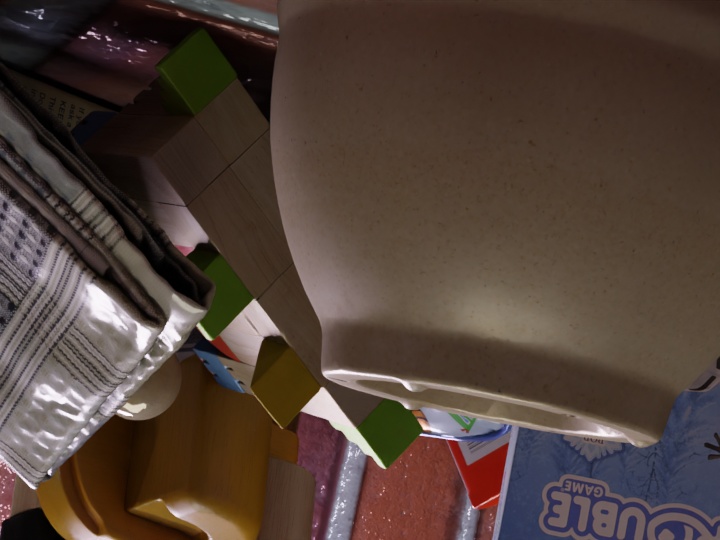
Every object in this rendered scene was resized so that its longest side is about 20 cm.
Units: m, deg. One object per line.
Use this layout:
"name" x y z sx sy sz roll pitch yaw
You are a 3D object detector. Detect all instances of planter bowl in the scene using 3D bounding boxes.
"planter bowl" 0.056 -0.015 0.658 0.199 0.136 0.200 11 173 1

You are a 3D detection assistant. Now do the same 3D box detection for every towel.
"towel" -0.168 -0.010 0.796 0.193 0.035 0.200 47 139 1

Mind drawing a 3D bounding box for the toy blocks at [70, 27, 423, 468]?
"toy blocks" -0.061 -0.011 0.839 0.200 0.100 0.136 54 158 -25

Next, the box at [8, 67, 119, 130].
"box" -0.206 -0.044 0.993 0.175 0.097 0.199 4 169 43

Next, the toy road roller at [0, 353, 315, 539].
"toy road roller" -0.082 0.114 0.980 0.199 0.124 0.146 27 145 -37

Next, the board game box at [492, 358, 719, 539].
"board game box" 0.167 0.063 0.819 0.199 0.200 0.043 11 173 2

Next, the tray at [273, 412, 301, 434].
"tray" -0.079 0.053 1.115 0.098 0.201 0.037 12 174 -6

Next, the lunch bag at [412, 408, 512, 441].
"lunch bag" 0.000 0.000 0.918 0.199 0.076 0.161 2 131 44

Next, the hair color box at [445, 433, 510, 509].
"hair color box" 0.126 0.080 1.175 0.061 0.102 0.199 -33 161 34

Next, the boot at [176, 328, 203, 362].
"boot" -0.072 0.017 1.072 0.199 0.091 0.073 -6 169 -14

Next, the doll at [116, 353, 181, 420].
"doll" -0.143 -0.016 0.839 0.136 0.048 0.201 -2 123 58
